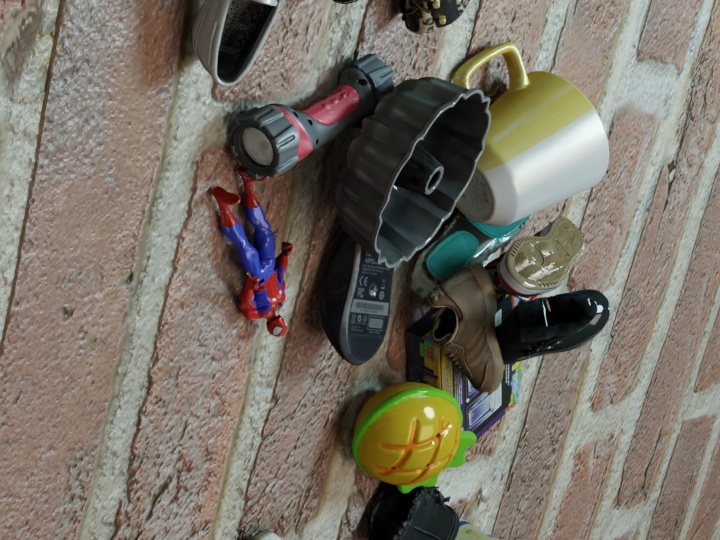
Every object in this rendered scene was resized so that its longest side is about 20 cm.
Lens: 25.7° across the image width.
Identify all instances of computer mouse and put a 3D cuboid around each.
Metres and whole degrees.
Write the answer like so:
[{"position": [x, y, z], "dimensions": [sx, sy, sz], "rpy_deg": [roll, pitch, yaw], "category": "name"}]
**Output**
[{"position": [0.000, 0.000, 1.690], "dimensions": [0.138, 0.053, 0.201], "rpy_deg": [17, 84, -56], "category": "computer mouse"}]

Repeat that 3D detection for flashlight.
[{"position": [-0.041, -0.154, 1.515], "dimensions": [0.200, 0.068, 0.068], "rpy_deg": [-38, 172, -42], "category": "flashlight"}]

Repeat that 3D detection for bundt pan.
[{"position": [0.045, -0.107, 1.576], "dimensions": [0.202, 0.076, 0.202], "rpy_deg": [-47, 156, -28], "category": "bundt pan"}]

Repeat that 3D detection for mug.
[{"position": [0.164, -0.140, 1.784], "dimensions": [0.153, 0.187, 0.150], "rpy_deg": [-33, 169, -28], "category": "mug"}]

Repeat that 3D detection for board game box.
[{"position": [0.129, 0.120, 1.944], "dimensions": [0.165, 0.057, 0.201], "rpy_deg": [-35, 137, -36], "category": "board game box"}]

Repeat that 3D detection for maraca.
[{"position": [0.064, 0.200, 1.845], "dimensions": [0.137, 0.107, 0.200], "rpy_deg": [-34, 141, 6], "category": "maraca"}]

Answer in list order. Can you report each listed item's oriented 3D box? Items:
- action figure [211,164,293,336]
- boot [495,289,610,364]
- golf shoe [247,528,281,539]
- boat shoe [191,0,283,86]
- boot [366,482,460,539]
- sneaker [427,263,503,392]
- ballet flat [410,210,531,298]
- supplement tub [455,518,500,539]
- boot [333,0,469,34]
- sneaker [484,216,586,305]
[{"position": [-0.098, -0.008, 1.541], "dimensions": [0.065, 0.052, 0.201], "rpy_deg": [-48, 146, -32], "category": "action figure"}, {"position": [0.234, 0.052, 1.809], "dimensions": [0.164, 0.066, 0.200], "rpy_deg": [-24, 169, -10], "category": "boot"}, {"position": [-0.102, 0.382, 1.748], "dimensions": [0.072, 0.092, 0.201], "rpy_deg": [-19, 124, -47], "category": "golf shoe"}, {"position": [-0.088, -0.245, 1.324], "dimensions": [0.072, 0.069, 0.200], "rpy_deg": [14, 125, -33], "category": "boat shoe"}, {"position": [0.054, 0.356, 1.973], "dimensions": [0.199, 0.073, 0.162], "rpy_deg": [-66, 151, -13], "category": "boot"}, {"position": [0.115, 0.073, 1.804], "dimensions": [0.075, 0.071, 0.201], "rpy_deg": [-19, 136, -10], "category": "sneaker"}, {"position": [0.124, -0.033, 1.844], "dimensions": [0.200, 0.072, 0.072], "rpy_deg": [-37, 138, -34], "category": "ballet flat"}, {"position": [0.172, 0.429, 2.073], "dimensions": [0.144, 0.199, 0.145], "rpy_deg": [-33, 135, -40], "category": "supplement tub"}, {"position": [0.044, -0.292, 1.541], "dimensions": [0.200, 0.073, 0.151], "rpy_deg": [-55, 147, -27], "category": "boot"}, {"position": [0.182, 0.007, 1.810], "dimensions": [0.112, 0.071, 0.200], "rpy_deg": [-38, 175, 30], "category": "sneaker"}]
